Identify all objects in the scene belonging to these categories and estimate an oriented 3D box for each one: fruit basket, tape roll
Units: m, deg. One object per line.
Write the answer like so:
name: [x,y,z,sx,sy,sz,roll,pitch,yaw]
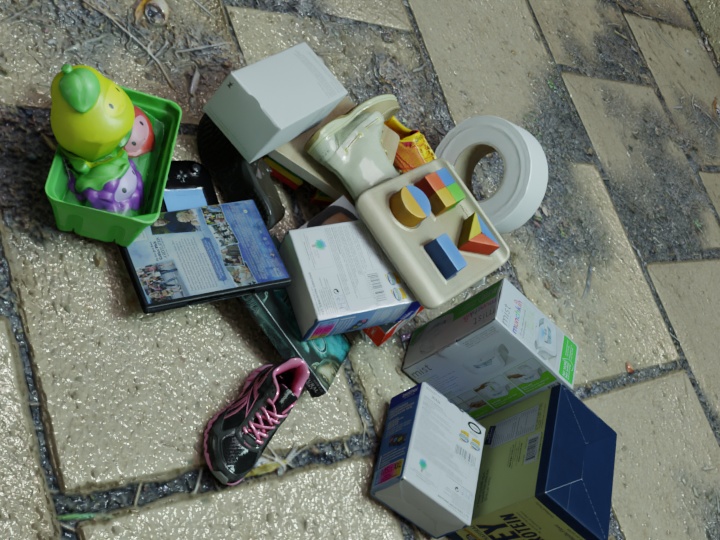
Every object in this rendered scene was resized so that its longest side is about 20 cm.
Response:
fruit basket: [-0.301,-0.158,1.220,0.155,0.216,0.216,15,53,-15]
tape roll: [0.220,-0.165,1.762,0.071,0.202,0.203,10,58,-54]

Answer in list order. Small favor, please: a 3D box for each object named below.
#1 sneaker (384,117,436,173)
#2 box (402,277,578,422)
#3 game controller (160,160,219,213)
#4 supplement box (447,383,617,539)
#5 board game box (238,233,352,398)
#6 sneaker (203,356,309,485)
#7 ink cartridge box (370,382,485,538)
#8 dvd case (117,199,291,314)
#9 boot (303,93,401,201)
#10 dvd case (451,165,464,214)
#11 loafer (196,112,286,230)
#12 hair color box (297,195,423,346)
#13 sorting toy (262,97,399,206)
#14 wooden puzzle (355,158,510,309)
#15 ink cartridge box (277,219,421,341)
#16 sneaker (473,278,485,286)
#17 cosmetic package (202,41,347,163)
sneaker: [0.093,-0.190,1.726,0.200,0.077,0.073,41,44,-2]
box: [0.197,0.135,1.549,0.176,0.200,0.097,41,41,-18]
game controller: [-0.227,-0.057,1.360,0.104,0.042,0.201,-3,67,-47]
supplement box: [0.249,0.309,1.487,0.134,0.199,0.200,41,42,-19]
board game box: [-0.092,0.061,1.397,0.200,0.028,0.135,55,27,-13]
sneaker: [-0.123,0.179,1.273,0.079,0.095,0.200,46,42,-16]
ink cartridge box: [0.102,0.258,1.455,0.136,0.076,0.201,39,44,-22]
dvd case: [-0.203,-0.021,1.303,0.199,0.018,0.143,-10,58,-29]
boot: [0.026,-0.175,1.540,0.155,0.072,0.200,50,48,4]
dvd case: [0.096,-0.050,1.566,0.022,0.200,0.147,2,62,-33]
loafer: [-0.170,-0.144,1.464,0.071,0.073,0.201,-14,78,-61]
hair color box: [0.000,0.000,1.479,0.101,0.061,0.200,-39,79,-23]
sorting toy: [-0.052,-0.184,1.589,0.198,0.070,0.201,33,44,-17]
wooden puzzle: [0.111,-0.062,1.415,0.200,0.046,0.186,-30,83,-43]
ink cartridge box: [0.000,0.006,1.391,0.199,0.076,0.137,-11,70,-25]
sneaker: [0.141,-0.056,1.715,0.200,0.071,0.100,34,49,-20]
cosmetic package: [-0.118,-0.244,1.451,0.108,0.085,0.200,50,38,1]
